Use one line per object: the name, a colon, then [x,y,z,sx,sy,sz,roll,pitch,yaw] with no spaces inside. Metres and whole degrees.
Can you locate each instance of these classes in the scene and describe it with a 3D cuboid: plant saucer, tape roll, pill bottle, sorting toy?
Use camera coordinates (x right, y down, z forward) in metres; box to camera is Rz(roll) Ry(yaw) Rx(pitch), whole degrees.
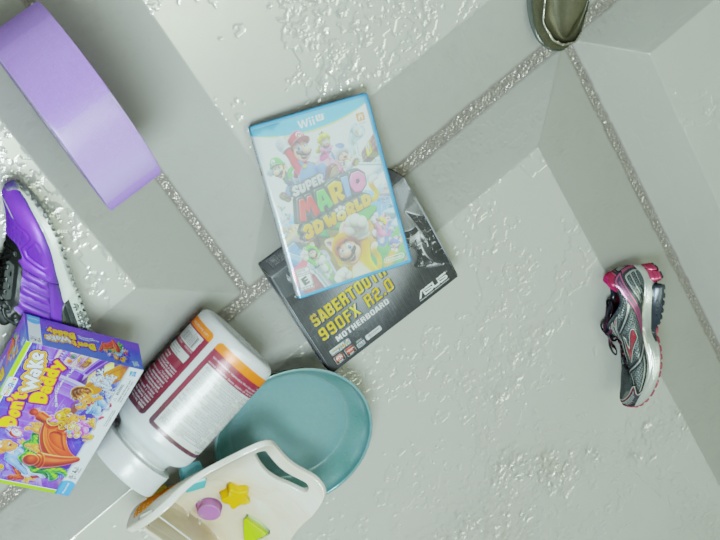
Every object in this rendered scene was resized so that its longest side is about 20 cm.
plant saucer: [-0.084,0.197,1.540,0.198,0.036,0.202,-8,119,-15]
tape roll: [-0.277,-0.157,1.222,0.065,0.200,0.201,-37,121,-9]
pill bottle: [-0.203,0.151,1.433,0.200,0.110,0.110,-47,122,-2]
sorting toy: [-0.141,0.274,1.481,0.179,0.107,0.200,-35,124,15]

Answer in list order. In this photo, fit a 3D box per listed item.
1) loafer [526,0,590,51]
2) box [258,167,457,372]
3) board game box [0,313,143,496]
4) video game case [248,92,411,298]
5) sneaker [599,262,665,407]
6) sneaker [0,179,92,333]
loafer: [0.248,-0.356,1.480,0.074,0.070,0.202,-4,111,-25]
box: [0.000,0.000,1.510,0.199,0.048,0.159,-36,121,-10]
board game box: [-0.339,0.150,1.367,0.133,0.045,0.201,17,120,-30]
video game case: [-0.033,-0.085,1.437,0.142,0.018,0.202,-18,99,-12]
sneaker: [0.362,0.088,1.713,0.074,0.081,0.202,-5,104,-9]
sneaker: [-0.355,0.008,1.326,0.099,0.070,0.202,-22,117,-14]
